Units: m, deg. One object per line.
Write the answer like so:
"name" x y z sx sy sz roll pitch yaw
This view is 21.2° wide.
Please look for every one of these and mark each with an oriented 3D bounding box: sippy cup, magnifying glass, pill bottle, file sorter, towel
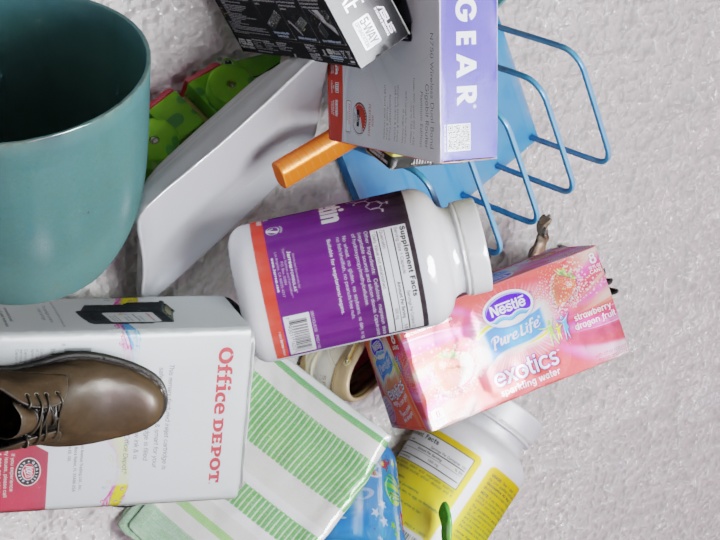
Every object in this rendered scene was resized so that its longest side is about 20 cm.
"sippy cup" -0.019 0.215 1.672 0.177 0.139 0.131 25 57 -36
"magnifying glass" 0.016 -0.126 1.557 0.200 0.022 0.080 -33 136 -17
"pill bottle" 0.079 0.204 1.776 0.200 0.112 0.112 -55 133 -9
"file sorter" 0.100 -0.102 1.664 0.200 0.123 0.139 -39 128 -22
"pill bottle" 0.000 0.000 1.534 0.199 0.113 0.113 -13 120 -2
"towel" -0.087 0.177 1.605 0.200 0.152 0.023 -51 161 -13

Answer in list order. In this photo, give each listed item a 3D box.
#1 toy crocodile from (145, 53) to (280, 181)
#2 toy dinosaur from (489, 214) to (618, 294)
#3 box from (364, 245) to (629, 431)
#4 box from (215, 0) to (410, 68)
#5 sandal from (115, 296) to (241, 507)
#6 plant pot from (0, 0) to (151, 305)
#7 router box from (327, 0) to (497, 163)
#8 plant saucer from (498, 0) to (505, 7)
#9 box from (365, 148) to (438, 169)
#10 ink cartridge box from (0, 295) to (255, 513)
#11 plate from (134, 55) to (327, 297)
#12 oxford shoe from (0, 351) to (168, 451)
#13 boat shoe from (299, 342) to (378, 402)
"toy crocodile" -0.140 -0.116 1.497 0.200 0.062 0.068 -38 167 -26
"toy dinosaur" 0.169 0.041 1.781 0.135 0.086 0.201 39 63 -28
"box" 0.114 0.056 1.646 0.199 0.095 0.103 -19 94 -20
"box" -0.063 -0.230 1.397 0.050 0.200 0.158 -37 114 -18
"sandal" -0.167 0.100 1.573 0.075 0.048 0.201 21 106 -40
"plant pot" -0.240 -0.075 1.339 0.200 0.200 0.161 -27 135 -30
"router box" 0.034 -0.188 1.403 0.049 0.179 0.201 -6 101 -26
"plant saucer" 0.041 -0.269 1.518 0.199 0.027 0.201 -6 128 -8
"box" 0.053 -0.182 1.502 0.075 0.050 0.201 -8 117 -27
"ink cartridge box" -0.192 0.101 1.481 0.199 0.083 0.146 -1 108 -21
"plate" -0.109 -0.077 1.496 0.200 0.032 0.200 -43 169 -19
"oxford shoe" -0.230 0.103 1.374 0.199 0.084 0.073 0 107 -21
"boat shoe" 0.038 0.048 1.706 0.200 0.069 0.074 -44 130 -19
